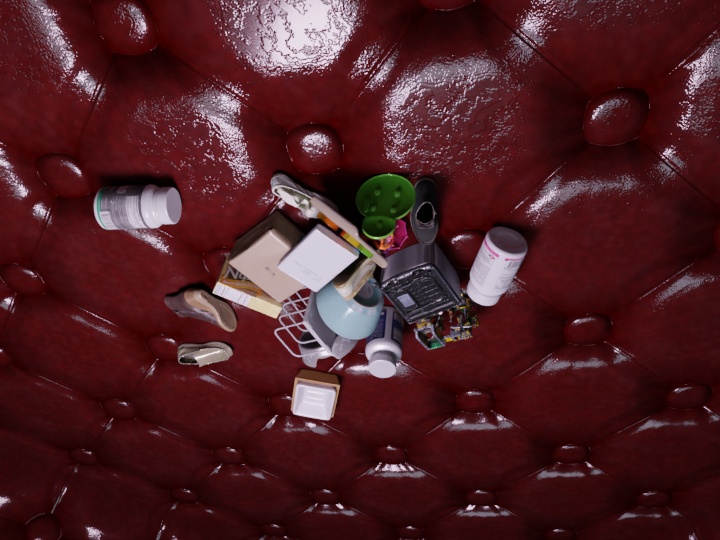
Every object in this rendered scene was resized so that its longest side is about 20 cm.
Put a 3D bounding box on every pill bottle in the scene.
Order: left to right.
[{"bbox_3d":[-0.583,-0.167,1.561,0.197,0.114,0.114,-1,133,8],"label":"pill bottle"},{"bbox_3d":[0.071,0.214,1.771,0.109,0.201,0.112,4,134,4],"label":"pill bottle"},{"bbox_3d":[0.359,-0.007,1.588,0.112,0.114,0.201,12,133,-4],"label":"pill bottle"}]

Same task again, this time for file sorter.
[{"bbox_3d":[-0.150,0.128,1.724,0.123,0.202,0.139,-15,130,26],"label":"file sorter"}]

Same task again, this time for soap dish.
[{"bbox_3d":[-0.159,0.436,2.089,0.155,0.082,0.202,10,133,-2],"label":"soap dish"}]

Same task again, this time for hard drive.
[{"bbox_3d":[-0.111,-0.028,1.532,0.131,0.026,0.200,33,135,-19],"label":"hard drive"}]

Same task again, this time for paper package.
[{"bbox_3d":[-0.228,-0.037,1.644,0.190,0.104,0.200,-31,122,31],"label":"paper package"}]

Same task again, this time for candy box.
[{"bbox_3d":[-0.316,0.047,1.724,0.198,0.116,0.055,23,131,-14],"label":"candy box"}]

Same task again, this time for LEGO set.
[{"bbox_3d":[0.233,0.139,1.714,0.198,0.156,0.116,-10,149,25],"label":"LEGO set"}]

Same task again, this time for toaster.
[{"bbox_3d":[0.159,0.030,1.645,0.179,0.120,0.200,-24,126,26],"label":"toaster"}]

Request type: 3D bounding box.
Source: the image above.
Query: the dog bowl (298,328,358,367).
[{"bbox_3d":[-0.100,0.202,1.794,0.198,0.201,0.059,-18,116,22],"label":"dog bowl"}]

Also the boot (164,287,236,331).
[{"bbox_3d":[-0.502,0.129,1.875,0.165,0.073,0.201,-11,133,33],"label":"boot"}]

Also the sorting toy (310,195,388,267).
[{"bbox_3d":[-0.031,-0.090,1.496,0.037,0.185,0.200,-49,145,-3],"label":"sorting toy"}]

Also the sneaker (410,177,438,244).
[{"bbox_3d":[0.160,-0.124,1.509,0.074,0.107,0.202,-2,133,9],"label":"sneaker"}]

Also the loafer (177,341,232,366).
[{"bbox_3d":[-0.529,0.290,2.009,0.197,0.069,0.076,-4,132,11],"label":"loafer"}]

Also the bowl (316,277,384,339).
[{"bbox_3d":[-0.013,0.078,1.647,0.199,0.203,0.105,25,139,-16],"label":"bowl"}]

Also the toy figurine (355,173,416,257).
[{"bbox_3d":[0.068,-0.107,1.502,0.148,0.202,0.185,5,146,13],"label":"toy figurine"}]

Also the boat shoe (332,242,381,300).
[{"bbox_3d":[0.000,0.000,1.590,0.073,0.200,0.067,6,132,43],"label":"boat shoe"}]

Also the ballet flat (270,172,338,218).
[{"bbox_3d":[-0.147,-0.176,1.530,0.199,0.070,0.069,30,130,-20],"label":"ballet flat"}]
